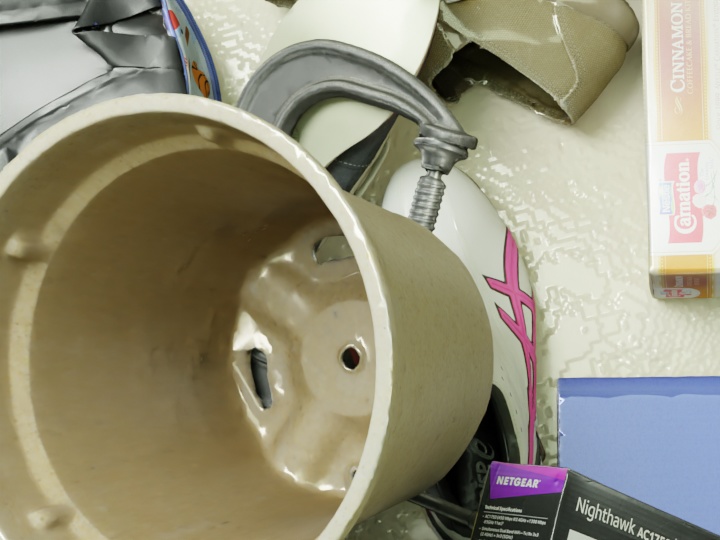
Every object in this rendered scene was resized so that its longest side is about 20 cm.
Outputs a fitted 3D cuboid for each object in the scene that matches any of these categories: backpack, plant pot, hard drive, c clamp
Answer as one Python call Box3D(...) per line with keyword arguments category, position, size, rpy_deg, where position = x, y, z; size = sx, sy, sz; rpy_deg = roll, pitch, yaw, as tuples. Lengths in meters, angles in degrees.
Box3D(category="backpack", position=(-0.162, -0.074, 1.062), size=(0.190, 0.154, 0.201), rpy_deg=(-20, 81, 13))
Box3D(category="plant pot", position=(-0.038, 0.036, 0.901), size=(0.199, 0.183, 0.202), rpy_deg=(-1, 89, 26))
Box3D(category="hard drive", position=(0.192, 0.116, 1.034), size=(0.199, 0.025, 0.133), rpy_deg=(-1, 79, 8))
Box3D(category="c clamp", position=(0.000, 0.000, 1.001), size=(0.170, 0.027, 0.201), rpy_deg=(12, 93, 26))

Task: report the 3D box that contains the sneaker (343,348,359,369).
Box3D(category="sneaker", position=(-0.058, 0.105, 1.038), size=(0.071, 0.098, 0.201), rpy_deg=(34, 85, 15))

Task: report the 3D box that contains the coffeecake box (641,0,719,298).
Box3D(category="coffeecake box", position=(0.233, -0.069, 1.040), size=(0.199, 0.073, 0.155), rpy_deg=(-1, 79, 8))

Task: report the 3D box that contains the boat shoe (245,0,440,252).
Box3D(category="boat shoe", position=(-0.019, -0.064, 1.053), size=(0.071, 0.063, 0.201), rpy_deg=(34, 104, 17))

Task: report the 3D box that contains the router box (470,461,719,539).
Box3D(category="router box", position=(0.120, 0.181, 0.923), size=(0.051, 0.199, 0.150), rpy_deg=(0, 69, 51))

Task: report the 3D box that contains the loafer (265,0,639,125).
Box3D(category="loafer", position=(0.034, -0.123, 1.080), size=(0.199, 0.076, 0.068), rpy_deg=(14, 75, 11))

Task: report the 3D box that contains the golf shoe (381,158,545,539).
Box3D(category="golf shoe", position=(0.049, 0.037, 1.039), size=(0.072, 0.092, 0.201), rpy_deg=(-14, 76, 6))
